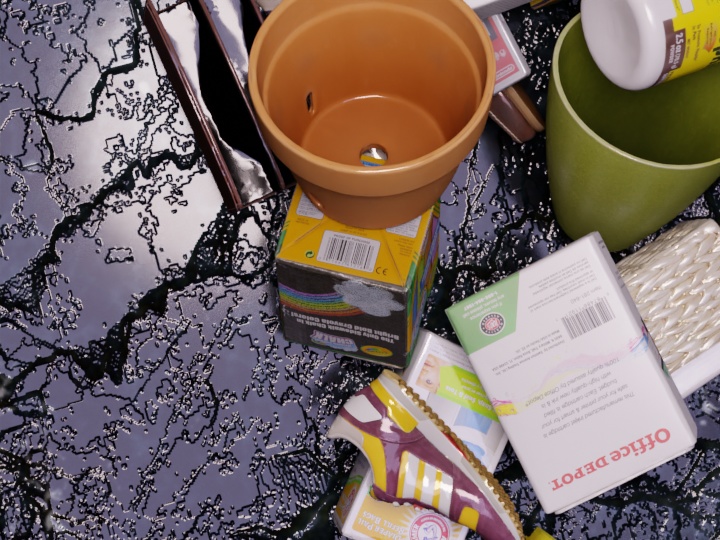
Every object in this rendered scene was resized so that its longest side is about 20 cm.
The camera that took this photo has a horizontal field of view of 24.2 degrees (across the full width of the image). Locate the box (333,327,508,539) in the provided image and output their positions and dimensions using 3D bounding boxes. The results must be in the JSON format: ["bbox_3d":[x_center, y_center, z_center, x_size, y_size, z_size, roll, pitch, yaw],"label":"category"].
[{"bbox_3d":[0.065,0.168,1.563,0.112,0.101,0.201,25,89,-6],"label":"box"}]

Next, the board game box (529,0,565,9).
[{"bbox_3d":[0.212,-0.350,1.520,0.057,0.199,0.166,-22,92,-41],"label":"board game box"}]

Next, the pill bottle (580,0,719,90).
[{"bbox_3d":[0.294,-0.229,1.418,0.199,0.109,0.110,-20,94,-20],"label":"pill bottle"}]

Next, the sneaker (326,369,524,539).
[{"bbox_3d":[0.059,0.186,1.481,0.090,0.075,0.200,-41,88,4],"label":"sneaker"}]

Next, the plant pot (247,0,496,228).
[{"bbox_3d":[0.011,-0.129,1.391,0.198,0.140,0.201,-1,61,1],"label":"plant pot"}]

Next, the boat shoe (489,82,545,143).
[{"bbox_3d":[0.092,-0.195,1.577,0.070,0.070,0.200,-39,86,12],"label":"boat shoe"}]

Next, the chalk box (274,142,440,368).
[{"bbox_3d":[0.000,0.000,1.515,0.124,0.200,0.125,13,63,7],"label":"chalk box"}]

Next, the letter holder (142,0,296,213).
[{"bbox_3d":[-0.112,-0.163,1.515,0.100,0.142,0.201,-24,94,-5],"label":"letter holder"}]

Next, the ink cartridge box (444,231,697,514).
[{"bbox_3d":[0.185,0.088,1.460,0.144,0.084,0.201,-27,87,13],"label":"ink cartridge box"}]

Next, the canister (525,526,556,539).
[{"bbox_3d":[0.168,0.368,1.588,0.148,0.087,0.200,37,89,-5],"label":"canister"}]

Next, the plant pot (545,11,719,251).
[{"bbox_3d":[0.241,-0.111,1.519,0.186,0.200,0.188,5,57,-7],"label":"plant pot"}]

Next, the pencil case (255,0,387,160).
[{"bbox_3d":[-0.024,-0.178,1.527,0.077,0.089,0.201,-24,90,-21],"label":"pencil case"}]

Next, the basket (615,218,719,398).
[{"bbox_3d":[0.273,0.052,1.568,0.199,0.136,0.124,-34,93,-4],"label":"basket"}]

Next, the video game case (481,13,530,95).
[{"bbox_3d":[0.050,-0.234,1.537,0.142,0.017,0.201,-28,87,24],"label":"video game case"}]

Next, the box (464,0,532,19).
[{"bbox_3d":[0.131,-0.296,1.441,0.199,0.097,0.125,-18,90,16],"label":"box"}]
